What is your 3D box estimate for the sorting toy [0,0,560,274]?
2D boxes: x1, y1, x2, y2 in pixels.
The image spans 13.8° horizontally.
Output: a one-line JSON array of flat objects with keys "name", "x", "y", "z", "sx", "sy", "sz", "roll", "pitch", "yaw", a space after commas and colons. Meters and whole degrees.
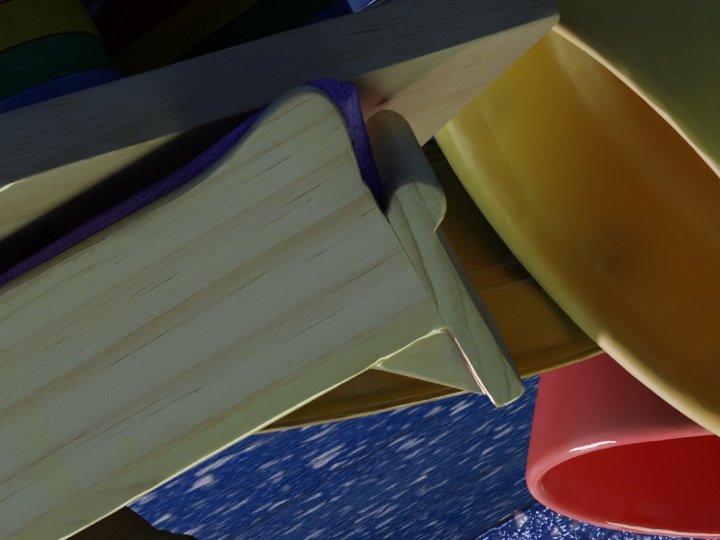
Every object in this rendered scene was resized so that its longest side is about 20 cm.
[{"name": "sorting toy", "x": -0.079, "y": -0.030, "z": 0.828, "sx": 0.199, "sy": 0.070, "sz": 0.199, "roll": -20, "pitch": 166, "yaw": -41}]

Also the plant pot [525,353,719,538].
[{"name": "plant pot", "x": 0.167, "y": 0.007, "z": 1.252, "sx": 0.199, "sy": 0.179, "sz": 0.201, "roll": 1, "pitch": 163, "yaw": 0}]

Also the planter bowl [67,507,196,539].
[{"name": "planter bowl", "x": -0.162, "y": 0.160, "z": 1.447, "sx": 0.200, "sy": 0.084, "sz": 0.200, "roll": -28, "pitch": 170, "yaw": -5}]

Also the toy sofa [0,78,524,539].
[{"name": "toy sofa", "x": -0.065, "y": 0.027, "z": 0.770, "sx": 0.199, "sy": 0.098, "sz": 0.083, "roll": -30, "pitch": -166, "yaw": 3}]

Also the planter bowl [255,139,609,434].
[{"name": "planter bowl", "x": 0.000, "y": 0.000, "z": 1.079, "sx": 0.199, "sy": 0.084, "sz": 0.200, "roll": -12, "pitch": -177, "yaw": 1}]

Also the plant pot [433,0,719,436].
[{"name": "plant pot", "x": 0.145, "y": -0.073, "z": 0.943, "sx": 0.189, "sy": 0.201, "sz": 0.201, "roll": -43, "pitch": 174, "yaw": -15}]
